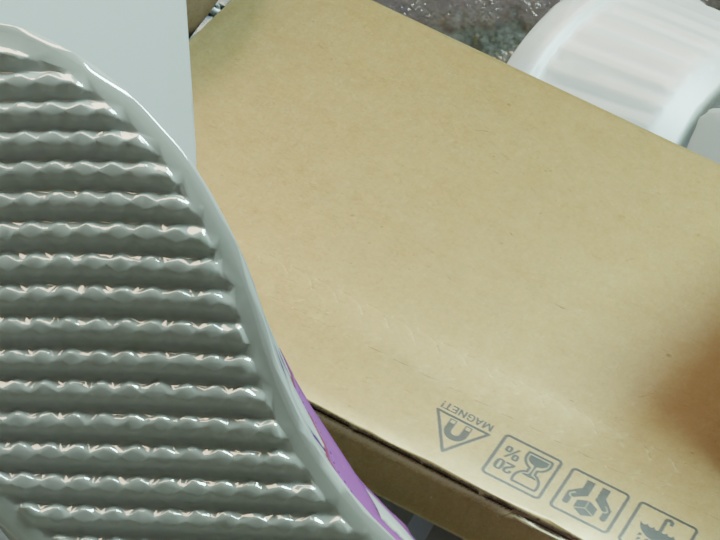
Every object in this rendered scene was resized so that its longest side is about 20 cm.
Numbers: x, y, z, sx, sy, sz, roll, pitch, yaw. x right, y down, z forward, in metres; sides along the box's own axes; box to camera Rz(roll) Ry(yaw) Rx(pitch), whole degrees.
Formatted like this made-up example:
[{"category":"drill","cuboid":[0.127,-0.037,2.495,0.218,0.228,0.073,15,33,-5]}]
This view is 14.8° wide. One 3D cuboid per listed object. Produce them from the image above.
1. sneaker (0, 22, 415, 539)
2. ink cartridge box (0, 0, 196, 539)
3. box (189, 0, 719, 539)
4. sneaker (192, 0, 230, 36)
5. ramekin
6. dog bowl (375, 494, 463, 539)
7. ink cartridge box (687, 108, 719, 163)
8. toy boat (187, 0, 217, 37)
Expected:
[{"category":"sneaker","cuboid":[-0.038,0.039,0.587,0.073,0.201,0.114,-33,3,-1]},{"category":"ink cartridge box","cuboid":[-0.133,0.028,0.637,0.147,0.201,0.145,-2,5,33]},{"category":"box","cuboid":[0.026,-0.001,0.736,0.200,0.021,0.164,26,42,13]},{"category":"sneaker","cuboid":[-0.046,-0.072,0.873,0.200,0.082,0.075,8,3,27]},{"category":"ramekin","cuboid":[0.144,-0.028,1.271,0.094,0.203,0.202,17,18,42]},{"category":"dog bowl","cuboid":[-0.006,0.067,0.791,0.200,0.059,0.200,-12,4,1]},{"category":"ink cartridge box","cuboid":[0.233,-0.001,1.111,0.145,0.088,0.200,29,-11,-28]},{"category":"toy boat","cuboid":[-0.118,-0.124,0.815,0.200,0.131,0.131,-2,-38,43]}]
